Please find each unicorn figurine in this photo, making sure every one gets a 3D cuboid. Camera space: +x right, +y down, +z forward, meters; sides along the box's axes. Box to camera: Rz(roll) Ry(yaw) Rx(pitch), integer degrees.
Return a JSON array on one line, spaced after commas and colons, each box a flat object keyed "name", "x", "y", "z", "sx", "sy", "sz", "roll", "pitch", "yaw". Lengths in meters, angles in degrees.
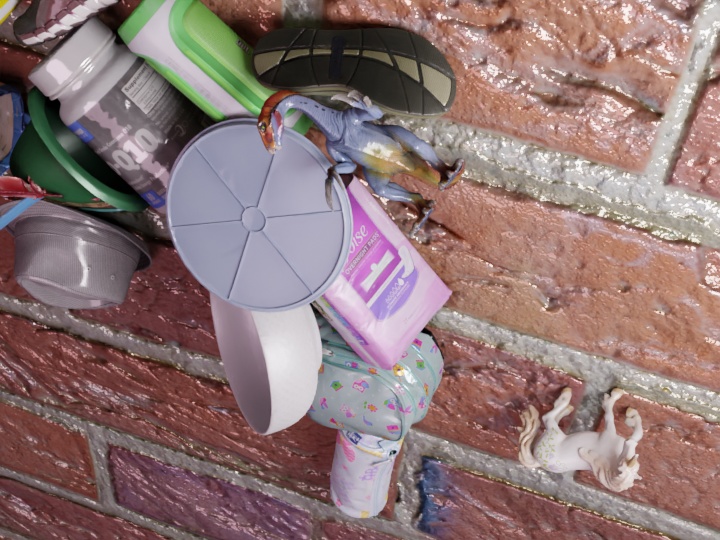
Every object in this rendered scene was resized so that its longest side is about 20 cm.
[{"name": "unicorn figurine", "x": 0.264, "y": 0.196, "z": 1.316, "sx": 0.200, "sy": 0.138, "sz": 0.074, "roll": -23, "pitch": 120, "yaw": 43}]

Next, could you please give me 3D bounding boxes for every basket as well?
[{"name": "basket", "x": -0.437, "y": -0.134, "z": 1.316, "sx": 0.200, "sy": 0.176, "sz": 0.139, "roll": 35, "pitch": 143, "yaw": 20}]

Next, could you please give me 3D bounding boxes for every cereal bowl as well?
[{"name": "cereal bowl", "x": -0.097, "y": 0.077, "z": 1.281, "sx": 0.083, "sy": 0.200, "sz": 0.200, "roll": -14, "pitch": 144, "yaw": -20}]

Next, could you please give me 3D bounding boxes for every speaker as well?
[{"name": "speaker", "x": -0.140, "y": -0.197, "z": 1.147, "sx": 0.200, "sy": 0.089, "sz": 0.088, "roll": 40, "pitch": 139, "yaw": -17}]

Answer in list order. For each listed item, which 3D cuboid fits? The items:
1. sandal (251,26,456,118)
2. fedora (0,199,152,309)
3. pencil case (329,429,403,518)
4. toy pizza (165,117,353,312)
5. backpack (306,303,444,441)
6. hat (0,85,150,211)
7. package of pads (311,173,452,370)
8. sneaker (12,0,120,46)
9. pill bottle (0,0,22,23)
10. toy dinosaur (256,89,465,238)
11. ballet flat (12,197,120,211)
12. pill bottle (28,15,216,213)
[{"name": "sandal", "x": -0.004, "y": -0.190, "z": 1.103, "sx": 0.200, "sy": 0.080, "sz": 0.057, "roll": 13, "pitch": 171, "yaw": 14}, {"name": "fedora", "x": -0.356, "y": -0.007, "z": 1.417, "sx": 0.177, "sy": 0.091, "sz": 0.200, "roll": -6, "pitch": 157, "yaw": 37}, {"name": "pencil case", "x": 0.009, "y": 0.257, "z": 1.566, "sx": 0.091, "sy": 0.083, "sz": 0.200, "roll": 39, "pitch": 146, "yaw": 20}, {"name": "toy pizza", "x": -0.100, "y": -0.055, "z": 1.151, "sx": 0.200, "sy": 0.032, "sz": 0.201, "roll": 6, "pitch": 111, "yaw": 17}, {"name": "backpack", "x": -0.002, "y": 0.120, "z": 1.383, "sx": 0.200, "sy": 0.127, "sz": 0.167, "roll": 12, "pitch": 141, "yaw": 25}, {"name": "hat", "x": -0.358, "y": -0.093, "z": 1.268, "sx": 0.176, "sy": 0.166, "sz": 0.200, "roll": -38, "pitch": 114, "yaw": 18}, {"name": "package of pads", "x": 0.000, "y": 0.000, "z": 1.258, "sx": 0.200, "sy": 0.121, "sz": 0.076, "roll": 49, "pitch": 156, "yaw": -26}, {"name": "sneaker", "x": -0.287, "y": -0.304, "z": 1.130, "sx": 0.200, "sy": 0.076, "sz": 0.116, "roll": -19, "pitch": 119, "yaw": 29}, {"name": "pill bottle", "x": -0.408, "y": -0.264, "z": 1.128, "sx": 0.109, "sy": 0.200, "sz": 0.109, "roll": 15, "pitch": 139, "yaw": 13}, {"name": "toy dinosaur", "x": -0.005, "y": -0.110, "z": 1.093, "sx": 0.181, "sy": 0.200, "sz": 0.105, "roll": 34, "pitch": 98, "yaw": 6}, {"name": "ballet flat", "x": -0.348, "y": -0.104, "z": 1.394, "sx": 0.200, "sy": 0.070, "sz": 0.065, "roll": -3, "pitch": 106, "yaw": 27}, {"name": "pill bottle", "x": -0.241, "y": -0.165, "z": 1.215, "sx": 0.200, "sy": 0.114, "sz": 0.114, "roll": 45, "pitch": 137, "yaw": -21}]
